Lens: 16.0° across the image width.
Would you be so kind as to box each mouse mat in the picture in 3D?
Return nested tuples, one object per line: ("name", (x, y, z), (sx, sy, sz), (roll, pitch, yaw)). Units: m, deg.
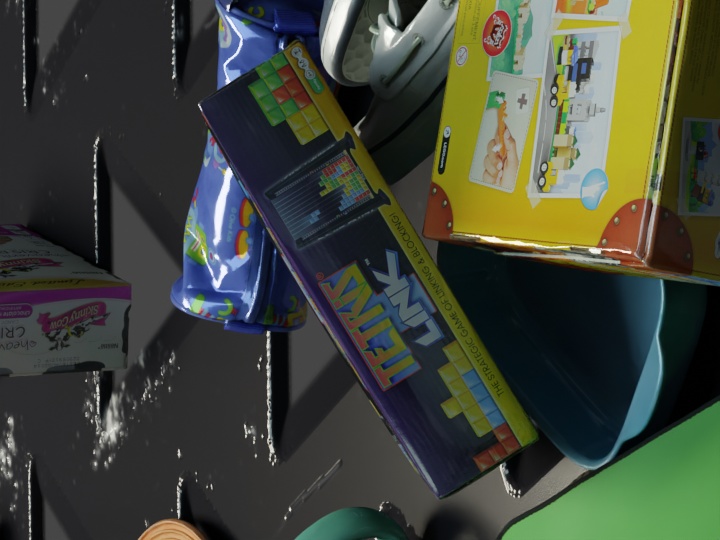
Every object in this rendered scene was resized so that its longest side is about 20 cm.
("mouse mat", (0.117, 0.128, 1.036), (0.200, 0.008, 0.161), (-37, 31, 37))

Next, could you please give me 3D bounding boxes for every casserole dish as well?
("casserole dish", (0.097, 0.003, 1.160), (0.200, 0.039, 0.121), (51, 134, 47))

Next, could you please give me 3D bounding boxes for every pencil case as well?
("pencil case", (-0.052, -0.061, 1.386), (0.087, 0.078, 0.200), (-100, 19, -66))

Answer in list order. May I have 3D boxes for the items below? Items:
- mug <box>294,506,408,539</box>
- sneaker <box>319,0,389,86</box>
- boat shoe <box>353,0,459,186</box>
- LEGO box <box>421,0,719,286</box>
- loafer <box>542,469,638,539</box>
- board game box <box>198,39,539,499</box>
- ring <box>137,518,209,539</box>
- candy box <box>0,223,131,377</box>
("mug", (-0.034, 0.226, 1.328), (0.152, 0.114, 0.185), (-32, 64, 58))
("sneaker", (0.005, -0.206, 1.263), (0.146, 0.077, 0.202), (44, 120, 38))
("boat shoe", (0.040, -0.112, 1.208), (0.067, 0.074, 0.200), (42, 132, -5))
("LEGO box", (0.111, -0.100, 1.044), (0.149, 0.077, 0.200), (8, 89, 55))
("loafer", (0.125, 0.153, 1.082), (0.076, 0.068, 0.200), (-49, 25, 11))
("board game box", (0.000, 0.000, 1.158), (0.200, 0.057, 0.165), (59, 179, -1))
("ring", (-0.105, 0.251, 1.559), (0.200, 0.019, 0.201), (8, 99, 61))
("candy box", (-0.252, 0.017, 1.698), (0.200, 0.136, 0.061), (25, 114, 58))
